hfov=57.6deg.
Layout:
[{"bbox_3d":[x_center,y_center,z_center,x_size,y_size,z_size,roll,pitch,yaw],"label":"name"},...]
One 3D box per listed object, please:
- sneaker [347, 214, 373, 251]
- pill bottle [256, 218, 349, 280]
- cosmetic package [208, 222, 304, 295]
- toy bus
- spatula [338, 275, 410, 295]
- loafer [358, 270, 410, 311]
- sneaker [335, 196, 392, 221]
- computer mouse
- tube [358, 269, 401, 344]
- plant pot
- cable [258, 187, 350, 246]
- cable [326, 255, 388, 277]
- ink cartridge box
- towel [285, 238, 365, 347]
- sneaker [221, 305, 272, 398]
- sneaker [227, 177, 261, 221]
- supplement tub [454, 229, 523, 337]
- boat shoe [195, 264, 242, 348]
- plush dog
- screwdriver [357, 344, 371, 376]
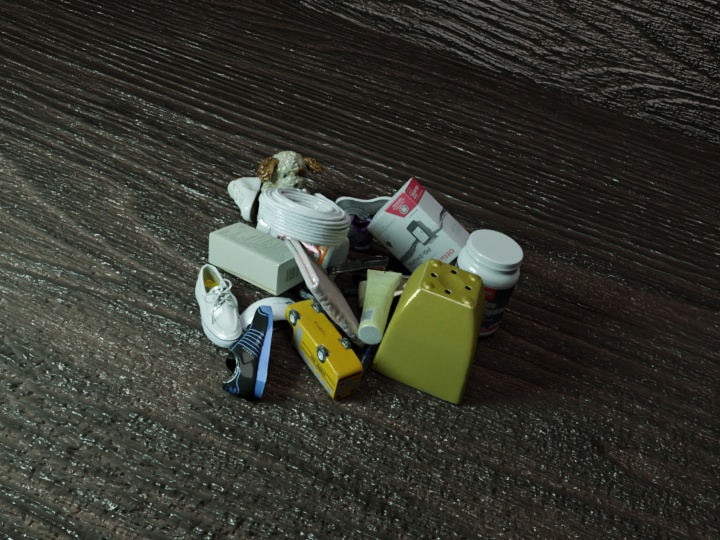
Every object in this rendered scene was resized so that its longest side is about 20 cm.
[{"bbox_3d":[-0.058,-0.105,1.597,0.195,0.089,0.075,2,37,-18],"label":"sneaker"},{"bbox_3d":[-0.133,-0.065,1.492,0.197,0.116,0.114,27,37,15],"label":"pill bottle"},{"bbox_3d":[-0.222,-0.029,1.414,0.197,0.075,0.103,23,29,28],"label":"cosmetic package"},{"bbox_3d":[-0.075,0.146,1.261,0.064,0.080,0.200,-14,45,-34],"label":"toy bus"},{"bbox_3d":[0.039,0.042,1.491,0.195,0.021,0.058,-5,64,-20],"label":"spatula"},{"bbox_3d":[0.079,0.033,1.451,0.196,0.076,0.070,-14,78,-28],"label":"loafer"},{"bbox_3d":[0.032,-0.138,1.697,0.194,0.072,0.100,2,39,-8],"label":"sneaker"},{"bbox_3d":[-0.158,0.079,1.350,0.197,0.045,0.110,-17,47,-37],"label":"computer mouse"},{"bbox_3d":[0.037,0.065,1.349,0.058,0.052,0.202,38,36,-19],"label":"tube"},{"bbox_3d":[0.155,0.100,1.305,0.191,0.204,0.195,21,35,7],"label":"plant pot"},{"bbox_3d":[-0.117,-0.112,1.350,0.197,0.071,0.199,3,22,-44],"label":"cable"},{"bbox_3d":[0.000,0.000,1.449,0.095,0.052,0.199,-3,8,24],"label":"cable"},{"bbox_3d":[0.137,-0.090,1.542,0.200,0.145,0.084,43,35,-7],"label":"ink cartridge box"},{"bbox_3d":[-0.071,0.040,1.322,0.032,0.201,0.192,-36,40,3],"label":"towel"},{"bbox_3d":[-0.207,0.141,1.213,0.076,0.071,0.203,11,44,-12],"label":"sneaker"},{"bbox_3d":[-0.292,-0.177,1.628,0.082,0.075,0.201,6,25,-6],"label":"sneaker"},{"bbox_3d":[0.267,0.030,1.441,0.136,0.204,0.142,9,35,-7],"label":"supplement tub"},{"bbox_3d":[-0.278,0.058,1.295,0.073,0.088,0.203,-4,39,-25],"label":"boat shoe"},{"bbox_3d":[-0.183,-0.214,1.619,0.196,0.175,0.161,-14,46,-35],"label":"plush dog"},{"bbox_3d":[0.025,0.151,1.332,0.028,0.028,0.201,-3,31,28],"label":"screwdriver"}]
